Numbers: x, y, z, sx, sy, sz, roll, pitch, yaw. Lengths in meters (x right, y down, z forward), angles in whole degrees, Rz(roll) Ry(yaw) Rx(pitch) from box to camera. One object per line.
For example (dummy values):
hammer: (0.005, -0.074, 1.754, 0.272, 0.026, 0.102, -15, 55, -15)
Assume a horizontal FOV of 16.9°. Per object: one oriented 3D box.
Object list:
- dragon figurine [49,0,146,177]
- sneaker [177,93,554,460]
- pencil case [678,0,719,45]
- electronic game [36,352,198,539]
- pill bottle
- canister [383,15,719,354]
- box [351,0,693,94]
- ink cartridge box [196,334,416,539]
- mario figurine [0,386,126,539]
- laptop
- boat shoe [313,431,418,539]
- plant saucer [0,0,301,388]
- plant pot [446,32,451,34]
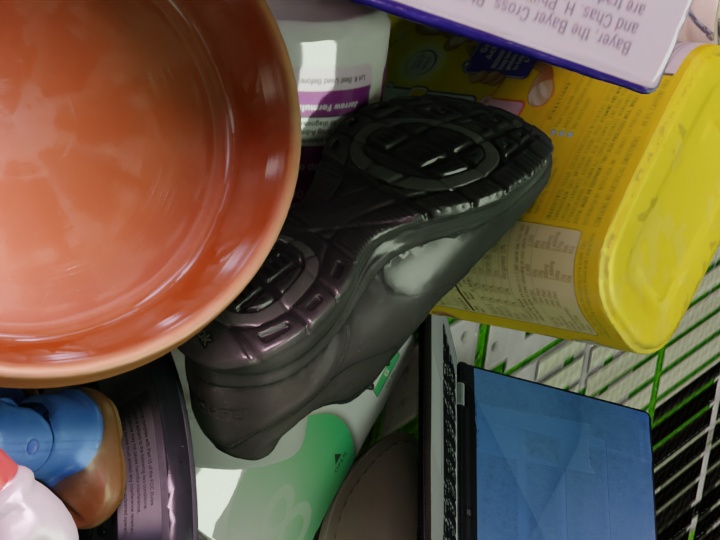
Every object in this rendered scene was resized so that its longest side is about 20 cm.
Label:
dragon figurine: (-0.102, -0.084, 0.914, 0.200, 0.099, 0.059, -57, 150, -24)
sneaker: (0.000, 0.000, 0.964, 0.200, 0.076, 0.091, -34, 144, -31)
pencil case: (0.105, -0.149, 1.136, 0.089, 0.200, 0.078, 16, 92, -64)
electronic game: (-0.102, 0.113, 0.975, 0.042, 0.200, 0.200, 3, 110, -21)
pill bottle: (-0.053, -0.022, 1.026, 0.112, 0.112, 0.200, -21, 124, -55)
canister: (0.063, -0.043, 1.087, 0.087, 0.200, 0.149, 50, 60, -43)
box: (0.002, -0.143, 0.773, 0.200, 0.184, 0.105, -131, -120, -72)
ink cartridge box: (-0.051, 0.050, 1.153, 0.161, 0.050, 0.200, -61, 153, -18)
mario figurine: (-0.176, 0.077, 0.833, 0.200, 0.123, 0.106, 7, 57, -56)
laptop: (0.098, 0.114, 1.292, 0.200, 0.116, 0.187, 75, 13, -57)
boat shoe: (-0.015, 0.169, 1.280, 0.072, 0.061, 0.201, 43, 46, -19)
plant saucer: (-0.120, -0.055, 0.833, 0.200, 0.200, 0.032, -55, -177, -27)
plant pot: (0.047, -0.207, 1.010, 0.200, 0.200, 0.180, -12, 125, -58)
